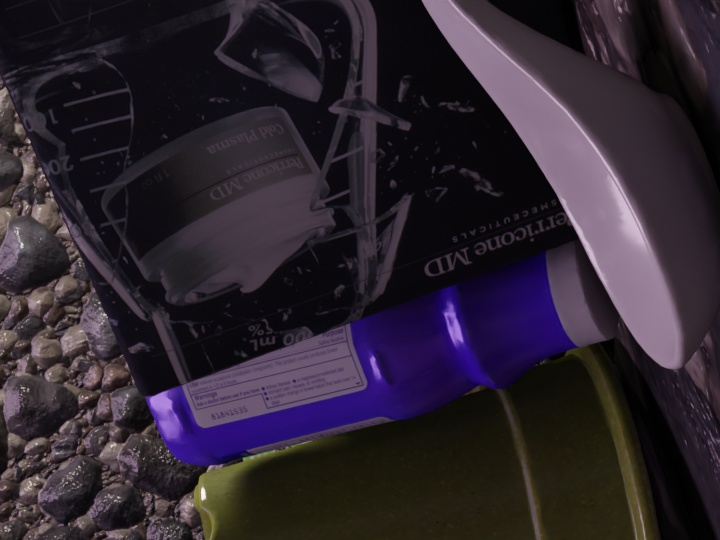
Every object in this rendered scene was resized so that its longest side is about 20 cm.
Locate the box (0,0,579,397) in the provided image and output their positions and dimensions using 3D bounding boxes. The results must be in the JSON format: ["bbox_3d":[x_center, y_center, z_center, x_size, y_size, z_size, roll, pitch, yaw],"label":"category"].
[{"bbox_3d":[-0.031,-0.088,0.715,0.124,0.200,0.197,-114,4,-51],"label":"box"}]

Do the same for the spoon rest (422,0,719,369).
[{"bbox_3d":[0.059,-0.063,0.579,0.099,0.061,0.200,86,165,-82],"label":"spoon rest"}]

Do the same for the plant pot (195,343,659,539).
[{"bbox_3d":[0.025,0.142,0.858,0.200,0.190,0.200,172,90,-87],"label":"plant pot"}]

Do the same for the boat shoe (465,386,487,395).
[{"bbox_3d":[0.060,0.082,1.110,0.201,0.063,0.073,-5,-90,-83],"label":"boat shoe"}]

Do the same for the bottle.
[{"bbox_3d":[0.008,0.029,0.798,0.065,0.200,0.084,69,-156,-13],"label":"bottle"}]

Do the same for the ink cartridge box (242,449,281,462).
[{"bbox_3d":[0.011,0.098,1.355,0.084,0.200,0.146,68,-179,-52],"label":"ink cartridge box"}]
